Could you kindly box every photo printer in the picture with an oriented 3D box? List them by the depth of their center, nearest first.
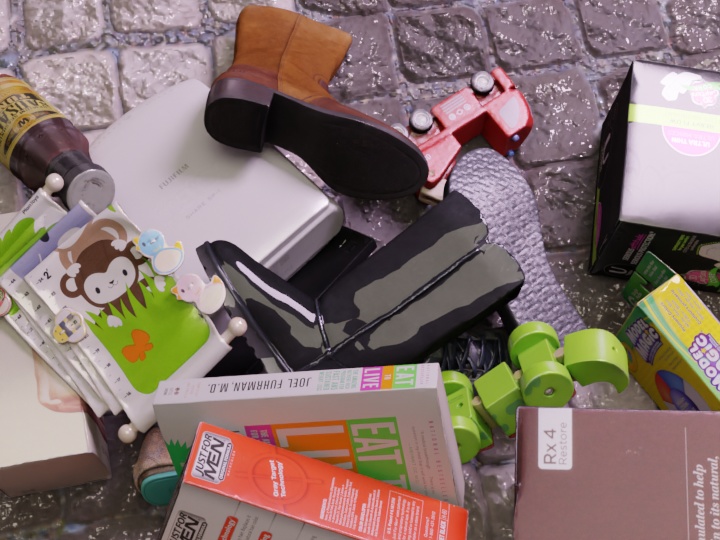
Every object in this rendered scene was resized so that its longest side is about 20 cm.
[{"bbox_3d":[-0.138,-0.055,1.129,0.166,0.070,0.200,-41,68,-13],"label":"photo printer"}]

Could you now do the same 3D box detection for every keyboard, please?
[{"bbox_3d":[-0.057,0.043,1.104,0.200,0.021,0.127,-47,41,-17],"label":"keyboard"}]

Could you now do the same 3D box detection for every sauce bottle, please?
[{"bbox_3d":[-0.254,-0.100,1.105,0.066,0.066,0.200,-40,42,-15],"label":"sauce bottle"}]

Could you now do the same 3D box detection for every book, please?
[{"bbox_3d":[-0.034,0.126,0.984,0.199,0.134,0.048,-5,38,11],"label":"book"}]

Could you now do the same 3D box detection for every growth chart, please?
[{"bbox_3d":[-0.190,0.023,1.006,0.200,0.018,0.145,39,97,11],"label":"growth chart"}]

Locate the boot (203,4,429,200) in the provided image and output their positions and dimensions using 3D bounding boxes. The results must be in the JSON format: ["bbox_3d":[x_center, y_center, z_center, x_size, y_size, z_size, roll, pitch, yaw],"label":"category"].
[{"bbox_3d":[-0.028,-0.144,1.152,0.187,0.069,0.200,12,32,-1],"label":"boot"}]

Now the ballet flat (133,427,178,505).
[{"bbox_3d":[-0.077,0.139,1.077,0.199,0.068,0.067,0,42,-4],"label":"ballet flat"}]

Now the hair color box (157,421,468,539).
[{"bbox_3d":[-0.036,0.187,0.965,0.199,0.102,0.061,19,39,-7],"label":"hair color box"}]

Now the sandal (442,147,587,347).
[{"bbox_3d":[0.116,-0.001,1.101,0.076,0.043,0.201,-15,75,-23],"label":"sandal"}]

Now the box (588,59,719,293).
[{"bbox_3d":[0.300,-0.069,1.133,0.199,0.124,0.149,8,69,0],"label":"box"}]

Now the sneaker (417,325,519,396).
[{"bbox_3d":[0.068,0.076,1.093,0.199,0.081,0.074,-8,71,-5],"label":"sneaker"}]

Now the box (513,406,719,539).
[{"bbox_3d":[0.191,0.201,0.981,0.163,0.200,0.167,1,70,8],"label":"box"}]

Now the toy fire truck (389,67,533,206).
[{"bbox_3d":[0.078,-0.068,1.164,0.200,0.049,0.141,-32,75,-14],"label":"toy fire truck"}]

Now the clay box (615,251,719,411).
[{"bbox_3d":[0.265,0.087,1.079,0.048,0.115,0.200,-36,74,-13],"label":"clay box"}]

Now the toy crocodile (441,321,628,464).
[{"bbox_3d":[0.105,0.100,1.033,0.199,0.062,0.068,-30,31,12],"label":"toy crocodile"}]

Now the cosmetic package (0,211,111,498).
[{"bbox_3d":[-0.254,0.064,1.075,0.087,0.103,0.201,-10,72,-5],"label":"cosmetic package"}]

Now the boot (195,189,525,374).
[{"bbox_3d":[0.001,0.001,1.033,0.200,0.066,0.165,-34,91,-4],"label":"boot"}]
